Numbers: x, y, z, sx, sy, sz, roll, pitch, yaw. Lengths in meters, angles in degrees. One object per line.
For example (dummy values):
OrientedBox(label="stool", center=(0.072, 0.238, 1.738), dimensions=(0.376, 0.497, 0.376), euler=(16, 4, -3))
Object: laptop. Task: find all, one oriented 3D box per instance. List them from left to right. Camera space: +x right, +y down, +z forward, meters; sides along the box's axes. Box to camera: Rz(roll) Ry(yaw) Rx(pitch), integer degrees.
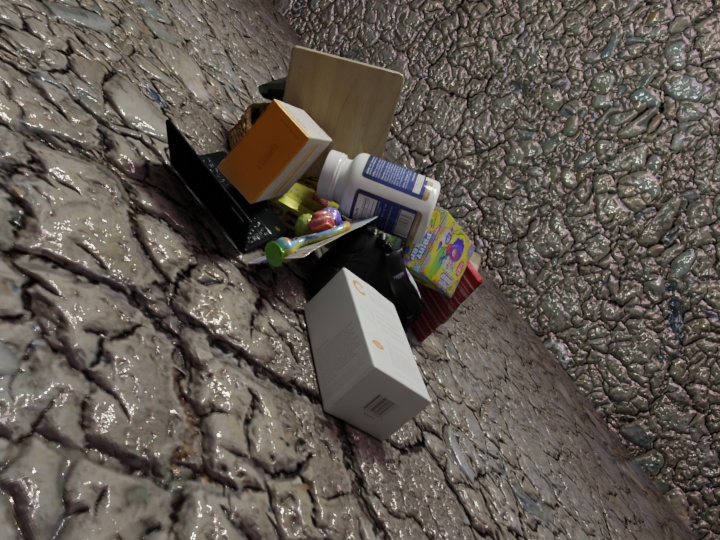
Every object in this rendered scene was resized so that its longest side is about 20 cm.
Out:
OrientedBox(label="laptop", center=(-0.187, -0.130, 0.808), dimensions=(0.178, 0.103, 0.199), euler=(50, 30, 3))

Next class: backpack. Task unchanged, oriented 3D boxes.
OrientedBox(label="backpack", center=(0.022, 0.026, 0.940), dimensions=(0.200, 0.166, 0.127), euler=(44, 11, -36))

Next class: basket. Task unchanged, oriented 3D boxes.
OrientedBox(label="basket", center=(-0.158, -0.247, 1.065), dimensions=(0.142, 0.148, 0.203), euler=(26, 29, -52))

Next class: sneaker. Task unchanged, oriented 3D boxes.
OrientedBox(label="sneaker", center=(-0.124, -0.315, 1.054), dimensions=(0.196, 0.117, 0.076), euler=(17, 38, 40))

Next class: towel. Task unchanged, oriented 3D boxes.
OrientedBox(label="towel", center=(0.163, 0.037, 1.187), dimensions=(0.022, 0.201, 0.146), euler=(12, 38, -47))

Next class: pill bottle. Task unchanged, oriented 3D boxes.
OrientedBox(label="pill bottle", center=(0.029, -0.130, 0.928), dimensions=(0.195, 0.114, 0.111), euler=(21, 18, 2))

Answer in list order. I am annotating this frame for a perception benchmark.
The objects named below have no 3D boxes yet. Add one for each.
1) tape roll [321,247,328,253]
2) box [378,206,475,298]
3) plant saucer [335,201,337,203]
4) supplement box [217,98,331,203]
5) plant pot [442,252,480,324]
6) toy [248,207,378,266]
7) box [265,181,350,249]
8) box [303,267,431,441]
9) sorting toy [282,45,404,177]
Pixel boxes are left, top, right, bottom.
OrientedBox(label="tape roll", center=(0.000, 0.000, 1.132), dimensions=(0.203, 0.037, 0.204), euler=(45, 17, -18))
OrientedBox(label="box", center=(0.101, -0.059, 1.093), dimensions=(0.190, 0.124, 0.199), euler=(27, -3, 31))
OrientedBox(label="plant saucer", center=(-0.049, -0.205, 1.200), dimensions=(0.200, 0.047, 0.205), euler=(26, 41, -84))
OrientedBox(label="supplement box", center=(-0.122, -0.179, 0.825), dimensions=(0.074, 0.126, 0.200), euler=(44, 12, -4))
OrientedBox(label="plant pot", center=(0.181, 0.003, 1.373), dimensions=(0.171, 0.203, 0.200), euler=(31, 17, 0))
OrientedBox(label="toy", center=(-0.072, -0.064, 0.834), dimensions=(0.199, 0.113, 0.048), euler=(-37, 115, -49))
OrientedBox(label="box", center=(-0.093, -0.104, 0.978), dimensions=(0.197, 0.050, 0.076), euler=(29, 46, -15))
OrientedBox(label="box", center=(0.004, 0.116, 0.785), dimensions=(0.124, 0.097, 0.202), euler=(36, 22, -34))
OrientedBox(label="sorting toy", center=(-0.047, -0.270, 0.959), dimensions=(0.193, 0.205, 0.070), euler=(6, 28, -21))
